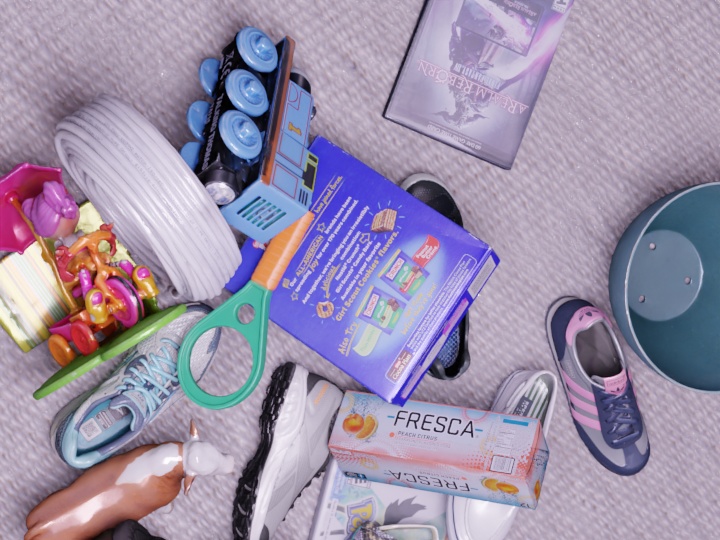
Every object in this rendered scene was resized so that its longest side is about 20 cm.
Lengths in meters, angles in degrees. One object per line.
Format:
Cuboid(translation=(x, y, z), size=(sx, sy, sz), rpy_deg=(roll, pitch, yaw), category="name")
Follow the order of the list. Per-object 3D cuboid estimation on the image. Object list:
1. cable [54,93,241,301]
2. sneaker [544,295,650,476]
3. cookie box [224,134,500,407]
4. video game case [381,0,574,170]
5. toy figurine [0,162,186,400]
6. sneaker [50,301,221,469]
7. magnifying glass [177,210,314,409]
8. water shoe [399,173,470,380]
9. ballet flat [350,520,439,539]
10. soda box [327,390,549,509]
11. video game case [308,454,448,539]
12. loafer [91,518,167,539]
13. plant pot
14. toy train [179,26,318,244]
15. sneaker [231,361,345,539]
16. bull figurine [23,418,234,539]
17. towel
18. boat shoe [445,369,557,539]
Cuboid(translation=(-0.180, -0.060, 1.191), size=(0.069, 0.200, 0.201), rpy_deg=(-41, 111, -13), category="cable")
Cuboid(translation=(0.247, 0.125, 1.391), size=(0.070, 0.082, 0.202), rpy_deg=(-28, 101, -10), category="sneaker")
Cuboid(translation=(0.000, 0.000, 1.279), size=(0.199, 0.075, 0.172), rpy_deg=(34, 87, 15), category="cookie box")
Cuboid(translation=(0.120, -0.219, 1.360), size=(0.142, 0.019, 0.202), rpy_deg=(21, 89, -15), category="video game case")
Cuboid(translation=(-0.256, -0.009, 1.196), size=(0.150, 0.199, 0.185), rpy_deg=(-34, 96, -34), category="toy figurine")
Cuboid(translation=(-0.200, 0.113, 1.277), size=(0.200, 0.086, 0.078), rpy_deg=(-46, 103, -6), category="sneaker")
Cuboid(translation=(-0.099, 0.032, 1.247), size=(0.079, 0.022, 0.202), rpy_deg=(28, 91, 16), category="magnifying glass")
Cuboid(translation=(0.080, 0.006, 1.340), size=(0.071, 0.079, 0.203), rpy_deg=(-10, 98, -13), category="water shoe")
Cuboid(translation=(0.080, 0.289, 1.354), size=(0.198, 0.072, 0.073), rpy_deg=(20, 90, -16), category="ballet flat")
Cuboid(translation=(0.074, 0.168, 1.299), size=(0.198, 0.069, 0.064), rpy_deg=(7, 57, 22), category="soda box")
Cuboid(translation=(0.031, 0.300, 1.385), size=(0.180, 0.022, 0.202), rpy_deg=(14, 92, -15), category="video game case")
Cuboid(translation=(-0.210, 0.278, 1.256), size=(0.071, 0.201, 0.074), rpy_deg=(-15, 58, 2), category="loafer")
Cuboid(translation=(0.326, 0.011, 1.372), size=(0.198, 0.135, 0.203), rpy_deg=(-1, 96, -14), category="plant pot")
Cuboid(translation=(-0.093, -0.127, 1.239), size=(0.114, 0.086, 0.202), rpy_deg=(34, 44, -30), category="toy train")
Cuboid(translation=(-0.069, 0.194, 1.326), size=(0.079, 0.074, 0.202), rpy_deg=(19, 90, -20), category="sneaker")
Cuboid(translation=(-0.211, 0.203, 1.260), size=(0.198, 0.122, 0.066), rpy_deg=(-22, 72, -8), category="bull figurine")
Cuboid(translation=(-0.256, -0.013, 1.289), size=(0.199, 0.018, 0.087), rpy_deg=(-36, 108, -9), category="towel")
Cuboid(translation=(0.138, 0.183, 1.347), size=(0.073, 0.067, 0.202), rpy_deg=(23, 69, -10), category="boat shoe")
